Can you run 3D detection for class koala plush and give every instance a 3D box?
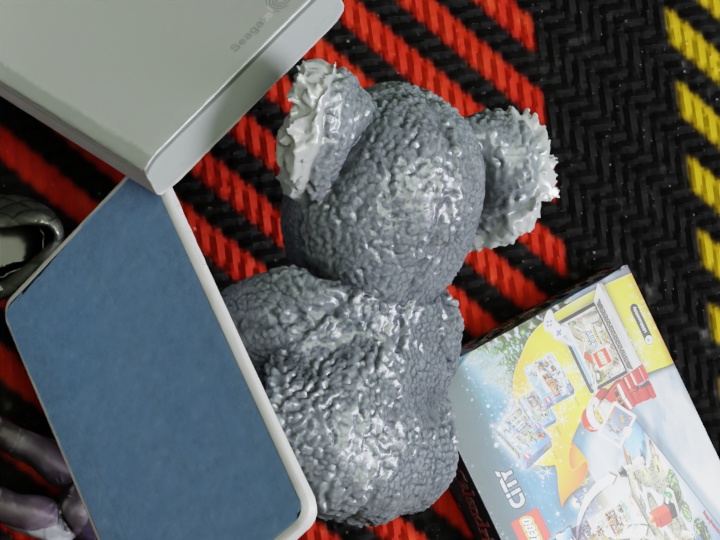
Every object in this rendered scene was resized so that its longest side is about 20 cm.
[{"bbox_3d":[0.000,0.000,1.266,0.177,0.184,0.201,16,107,-32],"label":"koala plush"}]

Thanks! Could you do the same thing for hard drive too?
[{"bbox_3d":[-0.122,-0.127,1.286,0.132,0.200,0.026,-46,143,-17],"label":"hard drive"}]

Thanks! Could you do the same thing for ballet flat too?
[{"bbox_3d":[-0.239,0.005,1.288,0.199,0.057,0.067,-23,91,-20],"label":"ballet flat"}]

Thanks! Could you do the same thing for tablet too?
[{"bbox_3d":[-0.096,0.063,1.233,0.014,0.130,0.201,3,52,-48],"label":"tablet"}]

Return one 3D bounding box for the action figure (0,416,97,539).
[{"bbox_3d":[-0.145,0.113,1.311,0.199,0.069,0.131,30,69,-19],"label":"action figure"}]

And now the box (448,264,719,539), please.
[{"bbox_3d":[0.125,0.116,1.420,0.136,0.038,0.201,-27,95,-20],"label":"box"}]
